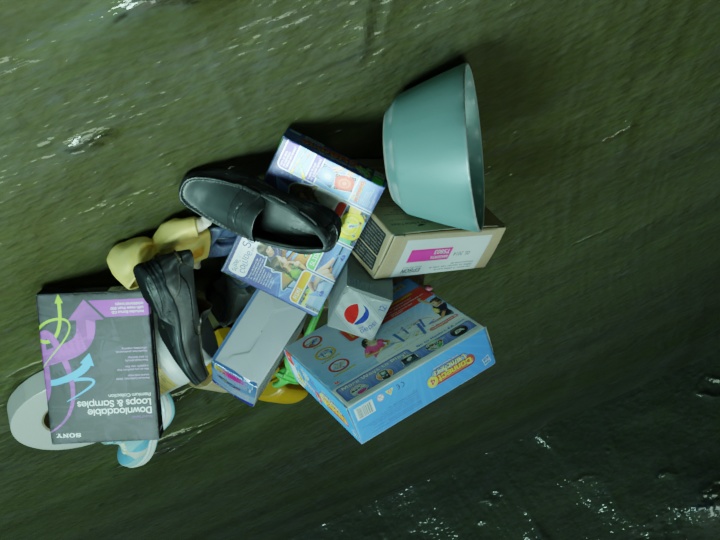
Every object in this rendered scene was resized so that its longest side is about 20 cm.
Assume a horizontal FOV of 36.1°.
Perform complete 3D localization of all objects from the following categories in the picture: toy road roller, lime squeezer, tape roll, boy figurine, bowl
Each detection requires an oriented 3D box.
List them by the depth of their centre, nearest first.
[{"bbox_3d":[0.088,-0.143,1.327,0.104,0.202,0.201,-3,161,12],"label":"bowl"},{"bbox_3d":[-0.217,-0.030,1.392,0.199,0.065,0.124,-16,159,-29],"label":"boy figurine"},{"bbox_3d":[-0.097,0.128,1.549,0.038,0.071,0.200,9,136,-21],"label":"lime squeezer"},{"bbox_3d":[-0.432,0.205,1.679,0.202,0.037,0.203,-16,146,-11],"label":"tape roll"},{"bbox_3d":[-0.170,0.157,1.740,0.200,0.146,0.123,-33,156,18],"label":"toy road roller"}]

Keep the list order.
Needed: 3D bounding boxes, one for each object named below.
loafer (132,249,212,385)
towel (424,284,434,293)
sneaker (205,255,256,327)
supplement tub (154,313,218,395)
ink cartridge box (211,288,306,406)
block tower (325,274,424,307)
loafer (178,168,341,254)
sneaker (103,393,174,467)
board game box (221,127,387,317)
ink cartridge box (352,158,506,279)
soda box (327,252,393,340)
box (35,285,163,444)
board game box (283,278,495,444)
[{"bbox_3d":[-0.214,0.061,1.369,0.072,0.073,0.201,-29,135,-17],"label":"loafer"},{"bbox_3d":[0.000,0.047,1.746,0.199,0.030,0.146,-4,176,-42],"label":"towel"},{"bbox_3d":[-0.152,0.005,1.548,0.087,0.075,0.200,-24,168,-34],"label":"sneaker"},{"bbox_3d":[-0.308,0.109,1.495,0.199,0.146,0.145,-27,158,5],"label":"supplement tub"},{"bbox_3d":[-0.140,0.105,1.519,0.137,0.076,0.200,-57,176,-17],"label":"ink cartridge box"},{"bbox_3d":[-0.014,0.019,1.525,0.199,0.058,0.054,9,137,0],"label":"block tower"},{"bbox_3d":[-0.120,-0.068,1.279,0.070,0.200,0.068,-57,164,-66],"label":"loafer"},{"bbox_3d":[-0.402,0.271,1.847,0.130,0.080,0.200,-8,142,-40],"label":"sneaker"},{"bbox_3d":[-0.070,-0.055,1.338,0.200,0.135,0.035,-61,-174,27],"label":"board game box"},{"bbox_3d":[0.061,-0.072,1.436,0.199,0.165,0.075,-5,132,-39],"label":"ink cartridge box"},{"bbox_3d":[0.000,0.000,1.424,0.063,0.200,0.068,19,122,-11],"label":"soda box"},{"bbox_3d":[-0.330,0.121,1.405,0.142,0.201,0.036,-3,-167,0],"label":"box"},{"bbox_3d":[0.033,0.106,1.380,0.199,0.196,0.056,-29,118,-15],"label":"board game box"}]
